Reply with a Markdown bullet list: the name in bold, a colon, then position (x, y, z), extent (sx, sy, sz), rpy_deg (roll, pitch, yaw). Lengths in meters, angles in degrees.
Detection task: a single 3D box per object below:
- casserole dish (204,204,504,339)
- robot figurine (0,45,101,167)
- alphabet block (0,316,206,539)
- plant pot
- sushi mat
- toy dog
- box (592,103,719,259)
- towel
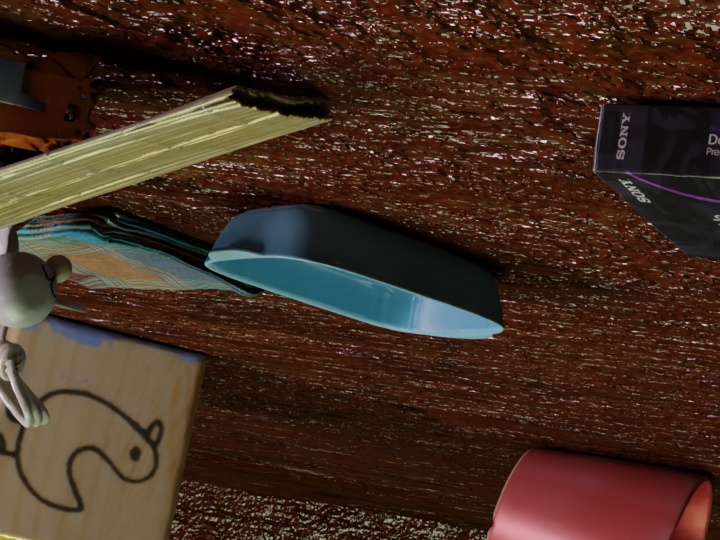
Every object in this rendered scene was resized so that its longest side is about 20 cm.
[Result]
- **casserole dish**: position (0.000, 0.000, 1.225), extent (0.199, 0.039, 0.121), rpy_deg (18, 167, -34)
- **robot figurine**: position (-0.225, -0.087, 0.967), extent (0.199, 0.059, 0.145), rpy_deg (12, 168, -7)
- **alphabet block**: position (-0.275, 0.161, 1.867), extent (0.194, 0.201, 0.196), rpy_deg (15, 168, -20)
- **plant pot**: position (0.227, 0.268, 1.974), extent (0.176, 0.201, 0.200), rpy_deg (19, 172, 21)
- **sushi mat**: position (-0.120, -0.050, 0.944), extent (0.199, 0.012, 0.096), rpy_deg (-16, 173, 23)
- **toy dog**: position (-0.212, -0.009, 1.225), extent (0.200, 0.096, 0.132), rpy_deg (39, 149, 43)
- **box**: position (0.216, -0.031, 0.871), extent (0.199, 0.036, 0.143), rpy_deg (6, 168, 29)
- **towel**: position (-0.177, -0.009, 1.398), extent (0.146, 0.022, 0.199), rpy_deg (22, 165, -41)
